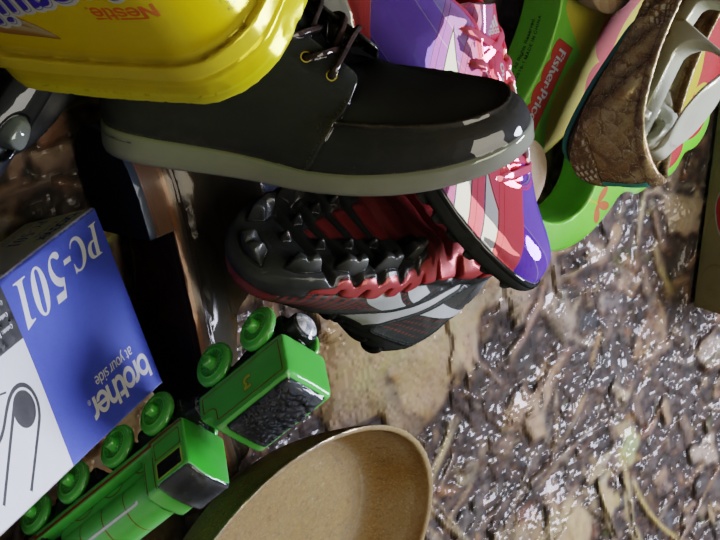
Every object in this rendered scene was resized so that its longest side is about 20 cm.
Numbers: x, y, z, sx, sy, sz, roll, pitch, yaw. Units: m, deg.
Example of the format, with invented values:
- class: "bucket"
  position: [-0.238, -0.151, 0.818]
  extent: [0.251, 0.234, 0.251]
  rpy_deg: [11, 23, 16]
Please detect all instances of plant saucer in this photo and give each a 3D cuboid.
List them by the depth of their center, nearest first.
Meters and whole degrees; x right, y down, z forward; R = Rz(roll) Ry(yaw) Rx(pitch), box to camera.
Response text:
- class: "plant saucer"
  position: [-0.043, 0.158, 1.231]
  extent: [0.200, 0.035, 0.200]
  rpy_deg: [-33, 141, -31]

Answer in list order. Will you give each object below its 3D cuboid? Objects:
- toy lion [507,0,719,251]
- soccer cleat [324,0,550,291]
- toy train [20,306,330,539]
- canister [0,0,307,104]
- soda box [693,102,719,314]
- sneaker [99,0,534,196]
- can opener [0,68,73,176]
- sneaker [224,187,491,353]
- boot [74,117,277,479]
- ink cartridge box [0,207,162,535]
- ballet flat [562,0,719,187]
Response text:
- class: "toy lion"
  position: [0.133, -0.100, 1.320]
  extent: [0.192, 0.069, 0.200]
  rpy_deg: [31, 83, -51]
- class: "soccer cleat"
  position: [0.045, -0.084, 1.105]
  extent: [0.073, 0.068, 0.200]
  rpy_deg: [-29, 97, 16]
- class: "toy train"
  position: [-0.090, 0.090, 1.113]
  extent: [0.042, 0.056, 0.200]
  rpy_deg: [30, 122, -36]
- class: "canister"
  position: [-0.128, -0.157, 0.915]
  extent: [0.200, 0.148, 0.087]
  rpy_deg: [51, 54, -49]
- class: "soda box"
  position: [0.257, -0.069, 1.429]
  extent: [0.064, 0.068, 0.200]
  rpy_deg: [-7, 108, -39]
- class: "sneaker"
  position: [-0.024, -0.096, 1.034]
  extent: [0.075, 0.200, 0.106]
  rpy_deg: [-62, 154, -61]
- class: "can opener"
  position: [-0.182, -0.044, 1.049]
  extent: [0.079, 0.063, 0.200]
  rpy_deg: [43, 75, -42]
- class: "sneaker"
  position: [0.000, 0.000, 1.159]
  extent: [0.200, 0.071, 0.098]
  rpy_deg: [-9, 145, -50]
- class: "boot"
  position: [-0.064, 0.002, 1.161]
  extent: [0.097, 0.075, 0.200]
  rpy_deg: [-29, 120, -28]
- class: "ink cartridge box"
  position: [-0.164, 0.053, 1.039]
  extent: [0.200, 0.044, 0.094]
  rpy_deg: [-46, 120, -57]
- class: "ballet flat"
  position: [0.177, -0.131, 1.255]
  extent: [0.070, 0.065, 0.200]
  rpy_deg: [25, 88, -61]
